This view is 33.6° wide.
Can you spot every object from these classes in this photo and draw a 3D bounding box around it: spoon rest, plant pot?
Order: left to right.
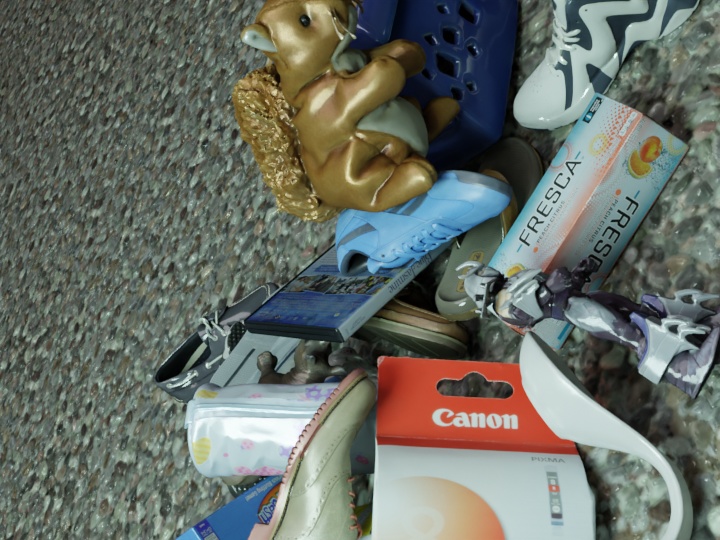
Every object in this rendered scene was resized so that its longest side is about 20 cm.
[{"bbox_3d":[0.020,-0.206,1.170,0.200,0.180,0.200,-26,42,41],"label":"plant pot"},{"bbox_3d":[0.177,0.121,0.858,0.061,0.099,0.200,-36,56,12],"label":"spoon rest"}]

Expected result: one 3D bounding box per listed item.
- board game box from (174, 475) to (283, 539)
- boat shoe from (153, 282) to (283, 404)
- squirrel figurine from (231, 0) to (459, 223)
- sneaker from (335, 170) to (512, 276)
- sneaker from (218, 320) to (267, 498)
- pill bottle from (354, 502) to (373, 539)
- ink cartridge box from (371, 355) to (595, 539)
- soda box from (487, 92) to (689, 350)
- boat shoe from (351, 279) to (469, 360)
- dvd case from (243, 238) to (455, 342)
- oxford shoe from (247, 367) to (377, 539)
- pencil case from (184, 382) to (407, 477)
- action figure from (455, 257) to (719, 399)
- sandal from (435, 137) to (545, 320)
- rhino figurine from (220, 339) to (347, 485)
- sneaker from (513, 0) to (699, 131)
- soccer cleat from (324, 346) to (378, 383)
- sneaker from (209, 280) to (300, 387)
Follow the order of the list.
[{"bbox_3d":[-0.114,0.233,1.060,0.152,0.200,0.045,-41,81,36],"label":"board game box"},{"bbox_3d":[-0.160,0.081,1.349,0.200,0.063,0.073,-45,38,26],"label":"boat shoe"},{"bbox_3d":[-0.040,-0.144,1.018,0.200,0.187,0.142,-24,27,36],"label":"squirrel figurine"},{"bbox_3d":[0.052,-0.034,1.027,0.200,0.066,0.079,-12,61,48],"label":"sneaker"},{"bbox_3d":[-0.115,0.155,1.252,0.080,0.074,0.200,121,153,-50],"label":"sneaker"},{"bbox_3d":[-0.001,0.252,0.978,0.200,0.114,0.114,-24,51,44],"label":"pill bottle"},{"bbox_3d":[0.091,0.150,0.889,0.050,0.162,0.200,96,177,-62],"label":"ink cartridge box"},{"bbox_3d":[0.177,-0.039,0.973,0.200,0.064,0.068,-58,34,8],"label":"soda box"},{"bbox_3d":[0.031,0.033,1.114,0.200,0.072,0.068,12,73,50],"label":"boat shoe"},{"bbox_3d":[0.000,0.000,1.118,0.143,0.018,0.200,1,35,50],"label":"dvd case"},{"bbox_3d":[-0.025,0.174,0.913,0.075,0.070,0.200,25,91,14],"label":"oxford shoe"},{"bbox_3d":[-0.045,0.133,1.002,0.200,0.091,0.083,-4,74,18],"label":"pencil case"},{"bbox_3d":[0.162,0.025,0.863,0.200,0.130,0.069,16,108,21],"label":"action figure"},{"bbox_3d":[0.107,-0.047,1.059,0.082,0.055,0.200,-6,49,46],"label":"sandal"},{"bbox_3d":[-0.074,0.119,1.098,0.200,0.060,0.087,-50,26,17],"label":"rhino figurine"},{"bbox_3d":[0.178,-0.213,1.025,0.199,0.130,0.080,-36,42,35],"label":"sneaker"},{"bbox_3d":[-0.007,0.112,1.115,0.200,0.070,0.086,-3,67,53],"label":"soccer cleat"},{"bbox_3d":[-0.080,0.081,1.221,0.073,0.071,0.200,18,55,39],"label":"sneaker"}]
